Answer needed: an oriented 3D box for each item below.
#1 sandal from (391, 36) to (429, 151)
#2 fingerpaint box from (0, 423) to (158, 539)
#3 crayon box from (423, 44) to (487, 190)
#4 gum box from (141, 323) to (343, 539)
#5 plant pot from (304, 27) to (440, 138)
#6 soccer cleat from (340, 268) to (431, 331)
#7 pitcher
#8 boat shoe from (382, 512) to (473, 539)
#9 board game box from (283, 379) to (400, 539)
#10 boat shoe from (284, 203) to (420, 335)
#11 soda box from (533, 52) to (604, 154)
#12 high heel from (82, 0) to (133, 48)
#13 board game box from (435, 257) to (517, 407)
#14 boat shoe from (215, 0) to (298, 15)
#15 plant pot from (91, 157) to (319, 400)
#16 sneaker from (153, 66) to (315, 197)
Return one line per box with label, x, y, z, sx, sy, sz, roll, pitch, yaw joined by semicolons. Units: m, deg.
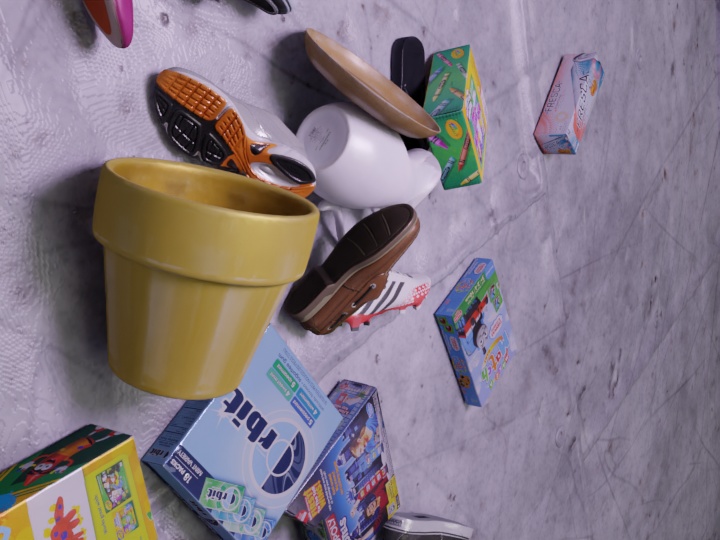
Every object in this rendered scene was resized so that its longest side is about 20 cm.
sandal;0.076;-0.228;1.132;0.076;0.043;0.201;-20;110;-50
fingerpaint box;-0.270;0.268;0.722;0.167;0.073;0.201;-29;117;-48
crayon box;0.138;-0.222;1.143;0.200;0.058;0.119;-76;151;-49
gum box;-0.123;0.189;0.907;0.200;0.044;0.170;-54;125;-33
plant pot;0.010;-0.218;0.957;0.200;0.200;0.028;13;120;-52
soccer cleat;0.031;0.018;1.089;0.200;0.069;0.085;-18;113;-45
pitcher;-0.004;-0.108;0.998;0.200;0.121;0.172;22;100;-55
boat shoe;0.100;0.412;1.233;0.200;0.071;0.064;22;77;-43
board game box;-0.041;0.279;1.031;0.200;0.062;0.200;-34;122;-43
boat shoe;0.000;0.000;0.979;0.200;0.072;0.068;-39;127;12
soda box;0.397;-0.316;1.518;0.064;0.068;0.200;46;60;-45
high heel;-0.213;-0.306;0.720;0.096;0.067;0.200;-24;110;-37
board game box;0.199;0.104;1.342;0.151;0.037;0.200;-49;131;-38
boat shoe;-0.150;-0.309;0.818;0.200;0.072;0.071;26;83;-40
plant pot;-0.156;0.010;0.754;0.201;0.201;0.189;-2;111;-52
sneaker;-0.135;-0.153;0.859;0.200;0.076;0.092;37;26;-33
